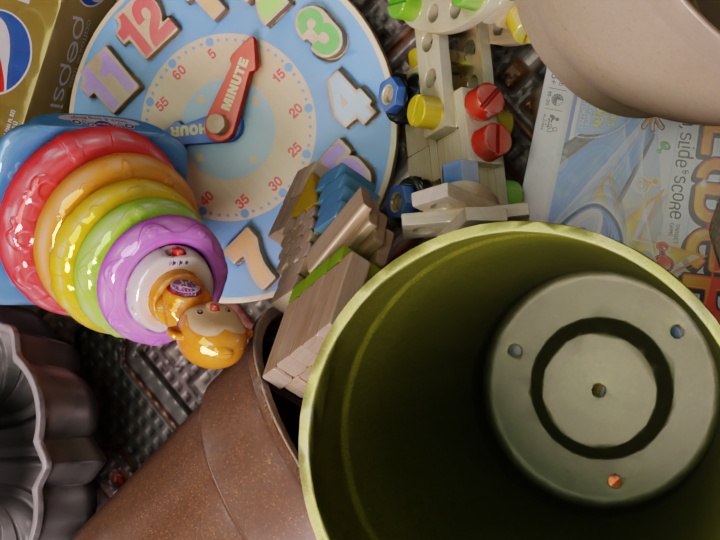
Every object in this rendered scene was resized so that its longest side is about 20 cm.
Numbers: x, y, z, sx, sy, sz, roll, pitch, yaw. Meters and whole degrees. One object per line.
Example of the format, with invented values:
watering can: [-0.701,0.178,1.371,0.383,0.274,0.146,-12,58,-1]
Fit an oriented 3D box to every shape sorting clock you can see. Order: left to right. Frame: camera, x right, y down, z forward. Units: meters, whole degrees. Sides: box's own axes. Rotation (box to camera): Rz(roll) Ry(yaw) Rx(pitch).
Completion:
shape sorting clock: [-0.075,-0.081,1.043,0.200,0.039,0.200,0,90,20]

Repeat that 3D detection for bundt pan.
bundt pan: [-0.222,0.105,1.054,0.202,0.076,0.202,-2,87,38]

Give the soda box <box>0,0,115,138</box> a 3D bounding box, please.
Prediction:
soda box: [-0.188,-0.156,1.069,0.068,0.064,0.200,21,96,18]

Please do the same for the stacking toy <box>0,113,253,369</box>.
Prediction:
stacking toy: [-0.112,-0.001,0.942,0.200,0.116,0.110,38,120,53]

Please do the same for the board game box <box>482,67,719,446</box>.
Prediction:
board game box: [0.150,-0.019,0.966,0.135,0.034,0.200,12,94,19]

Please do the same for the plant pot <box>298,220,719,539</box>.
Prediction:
plant pot: [0.098,0.070,0.859,0.200,0.193,0.201,2,96,18]

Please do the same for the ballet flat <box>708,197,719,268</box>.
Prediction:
ballet flat: [0.243,-0.071,0.893,0.067,0.062,0.200,42,86,16]

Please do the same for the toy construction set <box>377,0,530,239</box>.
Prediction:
toy construction set: [0.060,-0.083,0.945,0.131,0.092,0.200,-27,48,52]

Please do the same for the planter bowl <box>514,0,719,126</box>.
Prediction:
planter bowl: [0.155,-0.150,0.863,0.135,0.200,0.200,-35,76,54]

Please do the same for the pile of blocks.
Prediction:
pile of blocks: [0.000,0.000,0.927,0.062,0.200,0.082,33,113,-18]

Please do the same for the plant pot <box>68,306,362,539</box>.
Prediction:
plant pot: [-0.054,0.155,0.955,0.198,0.200,0.200,-39,78,18]
